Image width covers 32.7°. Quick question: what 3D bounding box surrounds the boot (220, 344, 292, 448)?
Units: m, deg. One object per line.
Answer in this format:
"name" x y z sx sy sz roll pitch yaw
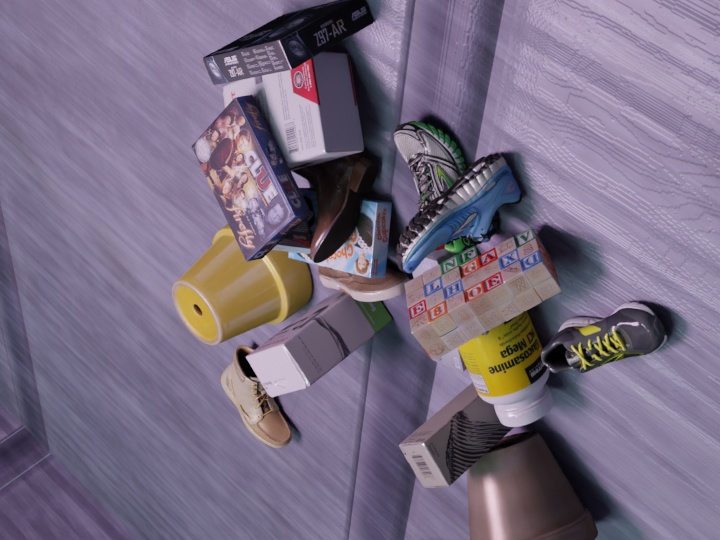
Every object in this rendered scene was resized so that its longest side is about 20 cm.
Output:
"boot" -0.196 0.250 2.436 0.200 0.073 0.156 53 151 12

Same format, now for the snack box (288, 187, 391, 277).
"snack box" -0.034 -0.062 1.924 0.200 0.037 0.117 13 102 46

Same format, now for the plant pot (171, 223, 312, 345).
"plant pot" -0.219 0.027 2.150 0.201 0.189 0.201 33 142 31

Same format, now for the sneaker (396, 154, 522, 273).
"sneaker" 0.133 -0.060 1.628 0.090 0.200 0.078 48 -174 -14

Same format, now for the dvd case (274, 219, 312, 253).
"dvd case" -0.143 -0.125 1.903 0.022 0.146 0.201 -27 74 27

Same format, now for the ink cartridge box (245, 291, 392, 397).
"ink cartridge box" -0.069 0.114 2.024 0.084 0.200 0.145 58 147 -6

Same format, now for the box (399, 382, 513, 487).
"box" 0.158 0.238 1.844 0.068 0.200 0.082 -18 106 56

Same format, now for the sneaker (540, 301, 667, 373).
"sneaker" 0.319 0.101 1.617 0.075 0.085 0.200 57 148 -6

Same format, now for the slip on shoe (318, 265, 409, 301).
"slip on shoe" 0.000 0.000 1.955 0.200 0.076 0.061 17 128 53

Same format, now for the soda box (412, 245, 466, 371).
"soda box" 0.133 0.046 1.822 0.063 0.068 0.201 18 133 45

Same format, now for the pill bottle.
"pill bottle" 0.203 0.118 1.757 0.112 0.112 0.200 -1 120 53

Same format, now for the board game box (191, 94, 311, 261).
"board game box" -0.161 -0.133 1.781 0.135 0.035 0.200 -40 72 42

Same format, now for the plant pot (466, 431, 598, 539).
"plant pot" 0.243 0.345 1.874 0.200 0.200 0.174 -17 88 57

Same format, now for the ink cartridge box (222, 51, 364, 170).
"ink cartridge box" -0.101 -0.223 1.789 0.200 0.084 0.145 -10 88 44

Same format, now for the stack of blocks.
"stack of blocks" 0.162 0.023 1.652 0.200 0.115 0.059 -29 121 16

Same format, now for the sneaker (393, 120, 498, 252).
"sneaker" 0.108 -0.117 1.688 0.200 0.085 0.078 56 148 -1

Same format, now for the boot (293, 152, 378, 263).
"boot" -0.085 -0.136 1.878 0.200 0.064 0.187 35 103 26

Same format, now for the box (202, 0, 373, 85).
"box" -0.103 -0.318 1.703 0.200 0.160 0.044 2 121 52
